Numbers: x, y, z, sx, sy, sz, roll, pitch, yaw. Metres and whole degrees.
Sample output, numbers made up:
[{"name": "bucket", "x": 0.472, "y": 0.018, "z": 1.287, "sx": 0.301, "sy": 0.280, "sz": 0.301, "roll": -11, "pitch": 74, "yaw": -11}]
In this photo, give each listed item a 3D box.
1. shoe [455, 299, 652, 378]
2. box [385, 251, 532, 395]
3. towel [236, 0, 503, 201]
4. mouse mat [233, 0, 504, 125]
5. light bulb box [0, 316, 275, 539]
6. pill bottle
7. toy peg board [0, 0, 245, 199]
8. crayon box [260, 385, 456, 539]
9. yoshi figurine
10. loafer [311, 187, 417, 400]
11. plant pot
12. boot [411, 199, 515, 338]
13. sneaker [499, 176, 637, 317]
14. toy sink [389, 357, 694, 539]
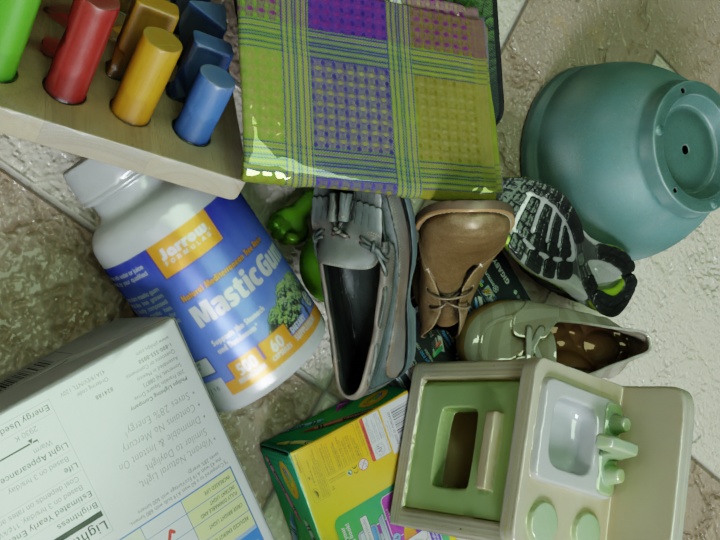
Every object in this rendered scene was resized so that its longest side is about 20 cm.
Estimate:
[{"name": "shoe", "x": 0.171, "y": 0.061, "z": 0.858, "sx": 0.197, "sy": 0.053, "sz": 0.071, "roll": 4, "pitch": 84, "yaw": -32}, {"name": "box", "x": 0.104, "y": 0.095, "z": 0.874, "sx": 0.159, "sy": 0.046, "sz": 0.201, "roll": -41, "pitch": 108, "yaw": -26}, {"name": "towel", "x": 0.011, "y": -0.118, "z": 0.664, "sx": 0.197, "sy": 0.023, "sz": 0.146, "roll": 1, "pitch": 79, "yaw": -26}, {"name": "mouse mat", "x": 0.013, "y": -0.159, "z": 0.701, "sx": 0.197, "sy": 0.008, "sz": 0.163, "roll": -16, "pitch": 114, "yaw": -17}, {"name": "light bulb box", "x": -0.184, "y": 0.164, "z": 0.652, "sx": 0.197, "sy": 0.124, "sz": 0.202, "roll": -29, "pitch": 103, "yaw": -29}, {"name": "pill bottle", "x": -0.120, "y": -0.009, "z": 0.708, "sx": 0.112, "sy": 0.112, "sz": 0.201, "roll": -42, "pitch": 108, "yaw": -25}, {"name": "toy peg board", "x": -0.159, "y": -0.170, "z": 0.637, "sx": 0.197, "sy": 0.098, "sz": 0.202, "roll": 15, "pitch": 39, "yaw": -28}, {"name": "crayon box", "x": 0.010, "y": 0.211, "z": 0.804, "sx": 0.118, "sy": 0.058, "sz": 0.203, "roll": -23, "pitch": 99, "yaw": -29}, {"name": "yoshi figurine", "x": -0.020, "y": -0.060, "z": 0.781, "sx": 0.110, "sy": 0.112, "sz": 0.203, "roll": -17, "pitch": 99, "yaw": -14}, {"name": "loafer", "x": 0.000, "y": 0.000, "z": 0.704, "sx": 0.063, "sy": 0.071, "sz": 0.203, "roll": -37, "pitch": 127, "yaw": -45}, {"name": "plant pot", "x": 0.270, "y": -0.107, "z": 0.934, "sx": 0.198, "sy": 0.134, "sz": 0.204, "roll": 1, "pitch": 87, "yaw": -31}, {"name": "boot", "x": 0.072, "y": 0.001, "z": 0.728, "sx": 0.072, "sy": 0.200, "sz": 0.077, "roll": 3, "pitch": 74, "yaw": -1}, {"name": "sneaker", "x": 0.163, "y": -0.019, "z": 0.885, "sx": 0.199, "sy": 0.080, "sz": 0.075, "roll": 36, "pitch": 76, "yaw": -36}, {"name": "toy sink", "x": 0.126, "y": 0.140, "z": 0.732, "sx": 0.111, "sy": 0.199, "sz": 0.132, "roll": 20, "pitch": 74, "yaw": -34}]
